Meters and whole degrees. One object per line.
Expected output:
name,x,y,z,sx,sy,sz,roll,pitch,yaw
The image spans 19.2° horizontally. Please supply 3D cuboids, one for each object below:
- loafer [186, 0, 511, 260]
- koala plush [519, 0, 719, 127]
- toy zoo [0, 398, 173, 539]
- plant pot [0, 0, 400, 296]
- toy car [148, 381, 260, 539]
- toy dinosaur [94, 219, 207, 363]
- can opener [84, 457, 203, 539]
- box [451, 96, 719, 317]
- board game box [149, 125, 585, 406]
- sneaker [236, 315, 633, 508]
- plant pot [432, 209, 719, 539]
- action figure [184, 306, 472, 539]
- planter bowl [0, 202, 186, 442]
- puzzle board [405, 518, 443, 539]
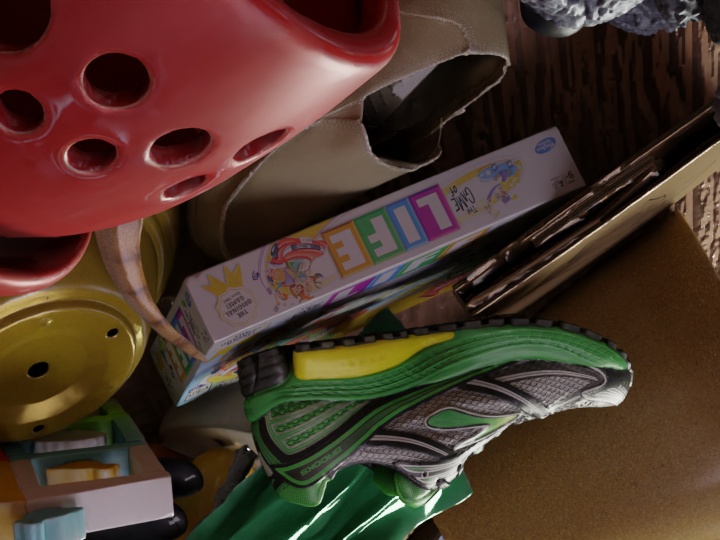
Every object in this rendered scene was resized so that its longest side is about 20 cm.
loafer,-0.006,-0.066,0.987,0.075,0.068,0.200,15,126,-46
koala plush,0.119,-0.161,0.886,0.199,0.177,0.184,1,124,-36
toy zoo,-0.161,0.094,0.972,0.131,0.200,0.021,-5,100,-13
plant pot,-0.112,-0.102,0.755,0.182,0.201,0.200,-38,145,23
toy car,-0.093,0.159,1.153,0.149,0.176,0.200,1,156,19
toy dinosaur,-0.105,-0.048,0.894,0.106,0.060,0.201,7,110,-6
can opener,-0.166,0.124,1.064,0.199,0.064,0.079,-18,135,24
box,0.131,-0.031,1.094,0.163,0.021,0.200,-36,173,9
board game box,0.000,0.000,1.048,0.199,0.034,0.134,-23,169,-18
sneaker,0.039,0.068,1.031,0.199,0.086,0.078,-8,179,-17
plant pot,0.134,0.094,1.205,0.199,0.187,0.186,-27,146,7
action figure,-0.035,0.122,1.049,0.200,0.055,0.118,-41,113,-32
planter bowl,-0.159,0.019,0.971,0.200,0.084,0.201,-19,145,-14
puzzle board,0.010,0.202,1.282,0.151,0.017,0.200,-50,178,27
